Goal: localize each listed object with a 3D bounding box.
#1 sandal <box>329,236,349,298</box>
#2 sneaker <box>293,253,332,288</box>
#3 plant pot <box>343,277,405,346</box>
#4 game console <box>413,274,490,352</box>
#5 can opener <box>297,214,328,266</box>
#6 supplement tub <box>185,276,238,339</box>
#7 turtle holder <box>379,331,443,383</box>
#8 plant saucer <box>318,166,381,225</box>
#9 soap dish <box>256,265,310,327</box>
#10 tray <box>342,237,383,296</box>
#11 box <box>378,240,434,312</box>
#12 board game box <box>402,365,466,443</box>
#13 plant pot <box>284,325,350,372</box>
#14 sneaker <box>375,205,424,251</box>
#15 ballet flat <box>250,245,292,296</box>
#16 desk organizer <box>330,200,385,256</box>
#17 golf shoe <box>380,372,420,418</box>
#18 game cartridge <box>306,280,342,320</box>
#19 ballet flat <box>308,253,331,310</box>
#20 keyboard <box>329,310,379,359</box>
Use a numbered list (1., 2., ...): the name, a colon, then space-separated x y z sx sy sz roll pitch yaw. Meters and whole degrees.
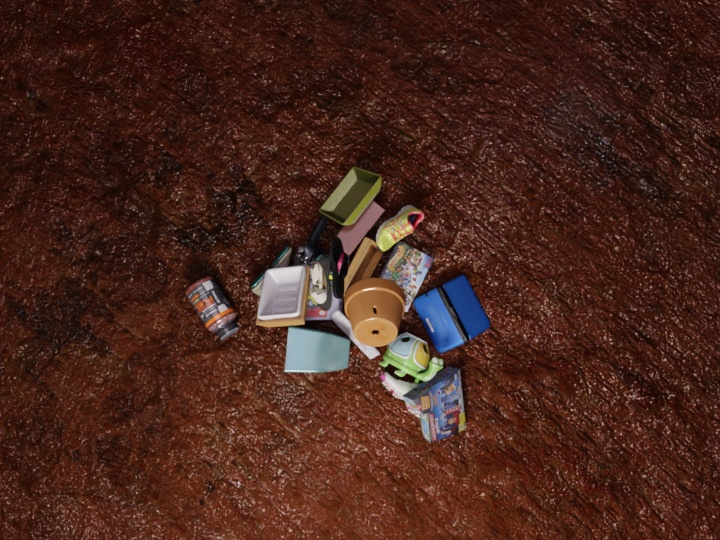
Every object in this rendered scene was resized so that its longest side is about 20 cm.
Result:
1. sandal: -0.060 -0.010 1.637 0.045 0.075 0.202 -12 72 28
2. sneaker: -0.136 -0.002 1.725 0.199 0.084 0.075 28 120 23
3. plant pot: 0.045 0.142 1.614 0.198 0.201 0.141 -1 44 2
4. game console: 0.303 0.144 1.715 0.170 0.118 0.201 -30 83 30
5. can opener: -0.153 -0.101 1.709 0.078 0.063 0.201 35 51 -27
6. supplement tub: -0.483 0.126 1.703 0.107 0.107 0.201 -35 84 -1
7. turtle holder: 0.159 0.274 1.628 0.140 0.185 0.133 29 84 -20
8. plant saucer: -0.025 -0.239 1.704 0.048 0.200 0.200 40 87 -34
9. soap dish: -0.237 0.085 1.630 0.156 0.081 0.201 -6 54 13
10. tray: 0.000 0.000 1.699 0.037 0.099 0.201 25 85 33
11. box: 0.141 0.020 1.723 0.136 0.038 0.201 27 86 4
12. board game box: 0.231 0.425 1.624 0.198 0.062 0.202 -9 96 -29
13. plant pot: -0.136 0.257 1.665 0.198 0.141 0.143 5 85 -4
14. sneaker: 0.131 -0.139 1.688 0.200 0.090 0.078 -48 123 -14
15. ballet flat: -0.286 0.005 1.738 0.062 0.067 0.200 42 93 -18
16. desk organizer: -0.007 -0.145 1.729 0.077 0.072 0.200 38 87 3
17. golf shoe: 0.153 0.390 1.676 0.200 0.075 0.092 43 79 -2
18. game cartridge: -0.159 0.101 1.729 0.198 0.041 0.135 -2 80 2
19. ballet flat: -0.133 0.045 1.645 0.067 0.068 0.202 11 114 29
20. keyboard: -0.019 0.212 1.690 0.200 0.011 0.056 47 131 -5
